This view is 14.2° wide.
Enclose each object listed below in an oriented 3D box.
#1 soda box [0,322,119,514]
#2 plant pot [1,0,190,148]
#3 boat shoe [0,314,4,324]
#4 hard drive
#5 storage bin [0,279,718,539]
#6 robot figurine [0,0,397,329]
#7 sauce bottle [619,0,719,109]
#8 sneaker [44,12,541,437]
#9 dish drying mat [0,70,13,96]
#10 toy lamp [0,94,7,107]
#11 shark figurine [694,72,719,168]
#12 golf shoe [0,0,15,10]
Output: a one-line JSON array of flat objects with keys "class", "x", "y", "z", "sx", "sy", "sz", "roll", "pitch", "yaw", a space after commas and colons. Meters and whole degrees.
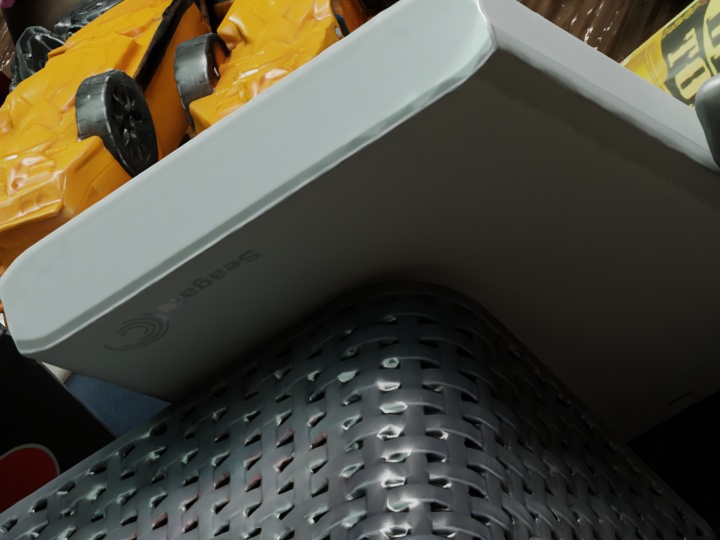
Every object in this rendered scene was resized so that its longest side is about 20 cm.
[{"class": "soda box", "x": -0.098, "y": 0.059, "z": 0.754, "sx": 0.071, "sy": 0.200, "sz": 0.063, "roll": 30, "pitch": 77, "yaw": 34}, {"class": "plant pot", "x": -0.060, "y": -0.137, "z": 0.989, "sx": 0.200, "sy": 0.200, "sz": 0.176, "roll": -27, "pitch": 55, "yaw": 30}, {"class": "boat shoe", "x": -0.098, "y": 0.045, "z": 0.869, "sx": 0.201, "sy": 0.072, "sz": 0.070, "roll": -45, "pitch": 8, "yaw": -26}, {"class": "hard drive", "x": 0.029, "y": 0.002, "z": 0.680, "sx": 0.132, "sy": 0.200, "sz": 0.026, "roll": -32, "pitch": 61, "yaw": 24}, {"class": "storage bin", "x": -0.021, "y": 0.112, "z": 0.664, "sx": 0.199, "sy": 0.135, "sz": 0.094, "roll": -32, "pitch": 34, "yaw": 23}, {"class": "robot figurine", "x": -0.036, "y": -0.051, "z": 0.775, "sx": 0.144, "sy": 0.058, "sz": 0.200, "roll": -17, "pitch": 20, "yaw": 17}, {"class": "sauce bottle", "x": 0.124, "y": -0.062, "z": 0.728, "sx": 0.200, "sy": 0.065, "sz": 0.065, "roll": -42, "pitch": 28, "yaw": 31}, {"class": "sneaker", "x": 0.000, "y": 0.000, "z": 0.849, "sx": 0.200, "sy": 0.085, "sz": 0.075, "roll": -37, "pitch": -8, "yaw": -26}, {"class": "dish drying mat", "x": -0.158, "y": -0.051, "z": 0.966, "sx": 0.077, "sy": 0.200, "sz": 0.018, "roll": -45, "pitch": 40, "yaw": 2}, {"class": "toy lamp", "x": -0.161, "y": 0.032, "z": 0.968, "sx": 0.201, "sy": 0.058, "sz": 0.058, "roll": -58, "pitch": 28, "yaw": 15}, {"class": "shark figurine", "x": 0.190, "y": -0.040, "z": 0.666, "sx": 0.214, "sy": 0.128, "sz": 0.090, "roll": -26, "pitch": 58, "yaw": 1}, {"class": "golf shoe", "x": -0.157, "y": -0.057, "z": 0.873, "sx": 0.075, "sy": 0.091, "sz": 0.201, "roll": -31, "pitch": 48, "yaw": 51}]
